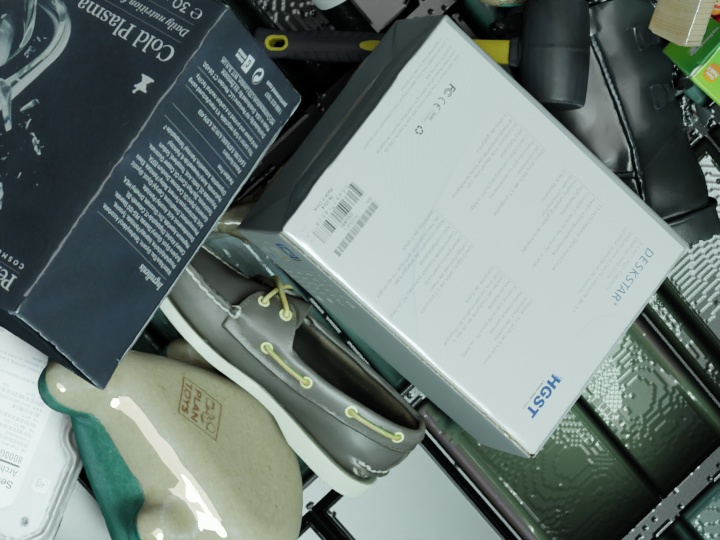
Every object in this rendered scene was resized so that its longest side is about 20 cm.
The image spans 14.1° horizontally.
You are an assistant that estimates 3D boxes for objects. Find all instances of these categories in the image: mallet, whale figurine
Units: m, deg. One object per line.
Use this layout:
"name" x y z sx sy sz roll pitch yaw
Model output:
"mallet" 0.037 -0.138 1.687 0.199 0.041 0.066 10 87 11
"whale figurine" -0.122 0.104 1.654 0.103 0.160 0.200 -28 126 29

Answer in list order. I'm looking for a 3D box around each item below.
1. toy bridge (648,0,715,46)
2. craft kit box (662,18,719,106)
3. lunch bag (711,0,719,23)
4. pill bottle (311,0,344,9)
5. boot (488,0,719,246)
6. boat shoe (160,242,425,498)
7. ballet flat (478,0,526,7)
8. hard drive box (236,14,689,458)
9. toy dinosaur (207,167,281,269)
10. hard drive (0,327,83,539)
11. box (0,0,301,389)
"toy bridge" 0.231 -0.156 1.574 0.199 0.027 0.068 -6 119 -49
"craft kit box" 0.309 -0.140 1.717 0.198 0.049 0.200 -49 125 5
"lunch bag" 0.194 -0.245 1.651 0.081 0.200 0.177 14 106 -13
"pill bottle" -0.048 -0.254 1.644 0.113 0.113 0.200 -40 103 -6
"boot" 0.116 -0.076 1.725 0.197 0.073 0.163 -18 99 -11
"boat shoe" -0.047 0.040 1.671 0.061 0.072 0.201 -40 102 21
"ballet flat" 0.108 -0.252 1.698 0.075 0.068 0.201 7 91 16
"hard drive box" 0.058 -0.018 1.626 0.200 0.077 0.156 42 77 -18
"toy dinosaur" 0.000 0.000 1.701 0.200 0.102 0.077 37 79 -22
"hard drive" -0.215 0.064 1.680 0.139 0.038 0.201 23 91 -14
"box" -0.176 -0.078 1.571 0.199 0.124 0.197 29 81 28
